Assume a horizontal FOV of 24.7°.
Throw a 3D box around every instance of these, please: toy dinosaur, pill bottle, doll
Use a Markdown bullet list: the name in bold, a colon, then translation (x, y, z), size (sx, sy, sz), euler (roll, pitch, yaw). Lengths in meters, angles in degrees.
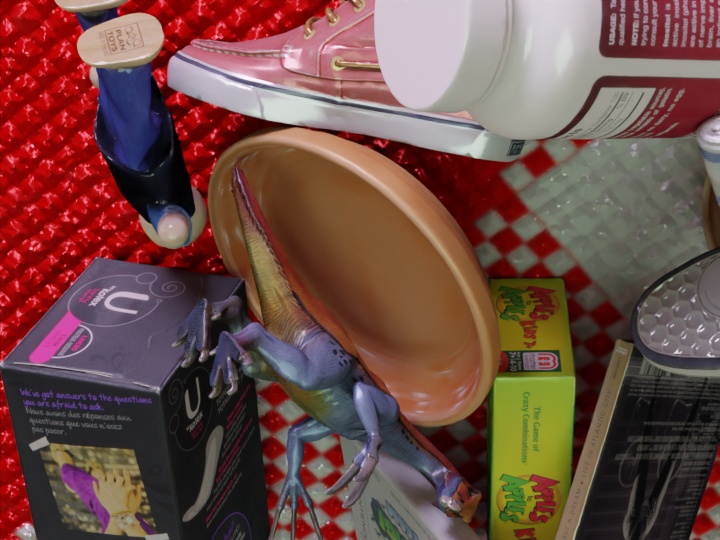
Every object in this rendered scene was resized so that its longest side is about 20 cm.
- **toy dinosaur**: translation (-0.003, 0.066, 0.901), size (0.181, 0.105, 0.201), euler (17, 87, -31)
- **pill bottle**: translation (0.113, -0.120, 0.796), size (0.199, 0.113, 0.113), euler (-3, 128, -29)
- **doll**: translation (-0.117, -0.071, 0.887), size (0.048, 0.137, 0.200), euler (-22, 151, -9)

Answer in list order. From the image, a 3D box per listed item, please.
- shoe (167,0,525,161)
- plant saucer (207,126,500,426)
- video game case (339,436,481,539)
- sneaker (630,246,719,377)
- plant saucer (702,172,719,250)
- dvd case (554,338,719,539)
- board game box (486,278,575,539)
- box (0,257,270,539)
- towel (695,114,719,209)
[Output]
- **shoe**: translation (-0.003, -0.122, 0.883), size (0.199, 0.071, 0.092), euler (12, 103, 10)
- **plant saucer**: translation (0.000, 0.000, 0.925), size (0.200, 0.037, 0.201), euler (30, 145, 23)
- **video game case**: translation (0.048, 0.209, 1.019), size (0.024, 0.200, 0.183), euler (-20, 124, -19)
- **sneaker**: translation (0.254, 0.039, 0.873), size (0.201, 0.077, 0.146), euler (-14, 145, 14)
- **plant saucer**: translation (0.289, -0.048, 0.915), size (0.199, 0.036, 0.201), euler (2, 123, 4)
- **dvd case**: translation (0.159, 0.139, 0.955), size (0.016, 0.148, 0.201), euler (20, 98, 36)
- **board game box**: translation (0.101, 0.116, 0.999), size (0.047, 0.102, 0.201), euler (-1, 122, 3)
- **box**: translation (-0.130, 0.111, 0.997), size (0.106, 0.122, 0.201), euler (8, 124, 18)
- **towel**: translation (0.261, -0.037, 0.843), size (0.146, 0.024, 0.200), euler (-17, 145, 16)
